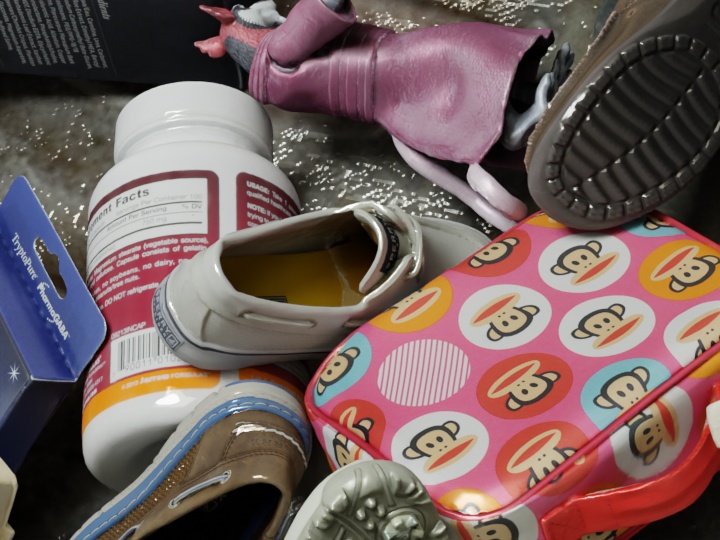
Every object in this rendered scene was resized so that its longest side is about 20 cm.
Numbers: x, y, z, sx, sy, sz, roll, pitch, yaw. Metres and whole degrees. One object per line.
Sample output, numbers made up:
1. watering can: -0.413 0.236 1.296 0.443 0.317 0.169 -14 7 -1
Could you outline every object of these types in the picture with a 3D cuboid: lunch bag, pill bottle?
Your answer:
1. lunch bag: 0.093 0.057 0.811 0.200 0.082 0.176 -32 35 -18
2. pill bottle: -0.083 0.009 0.925 0.113 0.113 0.200 -11 58 13

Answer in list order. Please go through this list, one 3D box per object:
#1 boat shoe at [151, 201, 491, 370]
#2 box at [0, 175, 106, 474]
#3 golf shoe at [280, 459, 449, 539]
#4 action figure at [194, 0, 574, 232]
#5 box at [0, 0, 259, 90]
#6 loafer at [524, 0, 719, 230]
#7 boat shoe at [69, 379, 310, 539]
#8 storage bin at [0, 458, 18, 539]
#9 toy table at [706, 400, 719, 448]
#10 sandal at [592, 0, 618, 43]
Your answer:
1. boat shoe: 0.000 0.000 0.863 0.070 0.200 0.071 -42 60 47
2. box: -0.206 0.059 0.928 0.200 0.032 0.121 -54 51 26
3. golf shoe: -0.017 0.132 0.785 0.078 0.200 0.097 -9 48 -18
4. action figure: 0.006 -0.096 0.951 0.200 0.134 0.149 9 76 11
5. box: -0.155 -0.221 1.057 0.199 0.117 0.197 5 63 7
6. loafer: 0.147 -0.100 0.867 0.200 0.073 0.071 -48 19 -11
7. boat shoe: -0.093 0.140 0.830 0.200 0.072 0.072 -57 18 23
8. storage bin: -0.285 0.123 0.897 0.200 0.094 0.199 43 112 34
9. toy table: 0.241 0.034 0.735 0.184 0.117 0.200 -33 72 23
10. sandal: 0.193 -0.088 0.903 0.200 0.048 0.075 26 115 35
